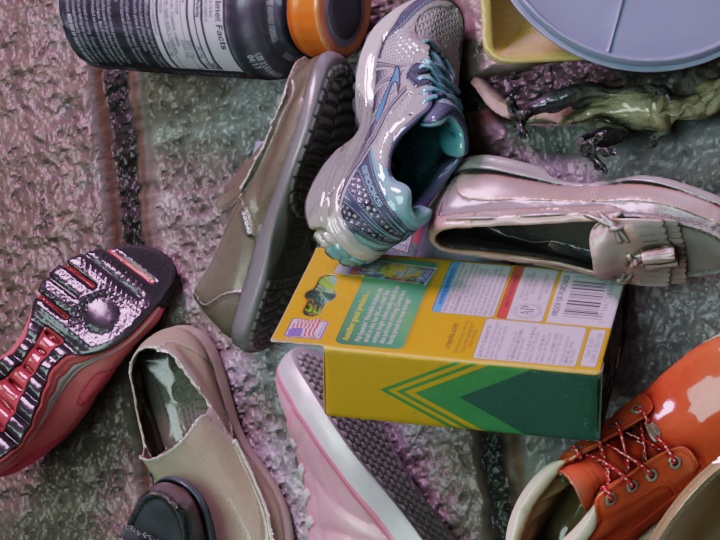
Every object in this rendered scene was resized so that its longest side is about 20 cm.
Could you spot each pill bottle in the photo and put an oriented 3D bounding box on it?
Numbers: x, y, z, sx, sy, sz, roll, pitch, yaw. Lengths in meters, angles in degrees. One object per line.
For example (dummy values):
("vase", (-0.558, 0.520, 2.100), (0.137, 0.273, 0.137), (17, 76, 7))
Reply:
("pill bottle", (-0.093, -0.181, 1.795), (0.199, 0.106, 0.107), (6, 89, 30))

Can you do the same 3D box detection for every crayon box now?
("crayon box", (0.056, 0.043, 1.645), (0.199, 0.126, 0.052), (6, 119, 11))

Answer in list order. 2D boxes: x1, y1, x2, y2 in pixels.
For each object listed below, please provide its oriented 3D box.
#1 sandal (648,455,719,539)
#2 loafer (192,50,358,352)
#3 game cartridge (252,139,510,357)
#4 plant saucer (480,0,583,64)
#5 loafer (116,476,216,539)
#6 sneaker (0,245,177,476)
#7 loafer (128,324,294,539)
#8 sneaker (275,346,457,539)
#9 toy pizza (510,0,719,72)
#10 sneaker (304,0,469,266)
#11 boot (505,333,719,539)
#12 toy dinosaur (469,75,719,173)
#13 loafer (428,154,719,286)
("sandal", (0.245, 0.132, 1.592), (0.070, 0.078, 0.212), (41, 101, 32))
("loafer", (-0.061, -0.050, 1.743), (0.069, 0.075, 0.201), (23, 98, 25))
("game cartridge", (0.000, 0.000, 1.768), (0.199, 0.041, 0.134), (15, 97, 30))
("plant saucer", (0.170, -0.225, 1.650), (0.199, 0.048, 0.201), (-3, 84, 3))
("loafer", (-0.142, 0.233, 1.778), (0.072, 0.063, 0.201), (25, 119, 28))
("sneaker", (-0.203, 0.063, 1.859), (0.074, 0.087, 0.200), (42, 82, 19))
("loafer", (-0.108, 0.130, 1.798), (0.075, 0.068, 0.201), (-33, 71, 23))
("sneaker", (-0.017, 0.155, 1.728), (0.104, 0.075, 0.201), (-37, 84, 21))
("toy pizza", (0.170, -0.216, 1.610), (0.199, 0.032, 0.202), (0, 84, 2))
("sneaker", (0.040, -0.092, 1.690), (0.086, 0.078, 0.201), (-18, 44, 45))
("boot", (0.169, 0.112, 1.621), (0.200, 0.107, 0.075), (-49, 64, 15))
("toy dinosaur", (0.139, -0.097, 1.671), (0.199, 0.088, 0.048), (4, 111, 31))
("loafer", (0.137, -0.019, 1.643), (0.199, 0.072, 0.063), (11, 47, 25))
